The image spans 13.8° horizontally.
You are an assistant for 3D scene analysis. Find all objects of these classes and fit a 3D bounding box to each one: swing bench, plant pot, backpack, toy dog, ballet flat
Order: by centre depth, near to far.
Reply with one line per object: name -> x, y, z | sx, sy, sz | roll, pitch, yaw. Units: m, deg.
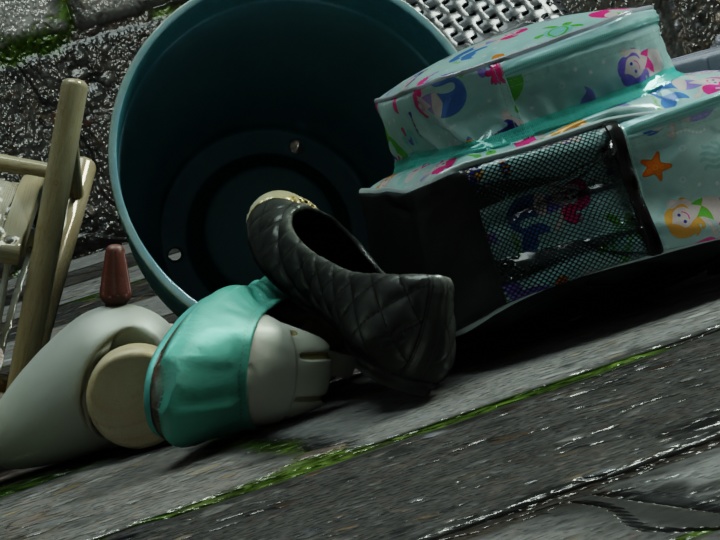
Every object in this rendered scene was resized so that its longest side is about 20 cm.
ballet flat -> 0.000, 0.000, 1.375 | 0.066, 0.057, 0.200 | 16, 13, -28
ballet flat -> -0.040, 0.038, 1.395 | 0.070, 0.068, 0.200 | 5, 12, 13
backpack -> 0.106, -0.047, 1.427 | 0.199, 0.151, 0.178 | -12, 2, -10
toy dog -> -0.168, 0.051, 1.451 | 0.199, 0.097, 0.132 | -17, 4, -16
swing bench -> -0.259, -0.006, 1.592 | 0.198, 0.201, 0.130 | 11, -19, 1
plant pot -> -0.041, -0.038, 1.615 | 0.199, 0.201, 0.188 | -17, -11, -11

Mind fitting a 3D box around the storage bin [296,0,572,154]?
storage bin -> 0.047, -0.089, 1.767 | 0.135, 0.094, 0.200 | -26, -26, -25

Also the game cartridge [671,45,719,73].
game cartridge -> 0.197, -0.107, 1.659 | 0.133, 0.041, 0.200 | -14, 1, -37
